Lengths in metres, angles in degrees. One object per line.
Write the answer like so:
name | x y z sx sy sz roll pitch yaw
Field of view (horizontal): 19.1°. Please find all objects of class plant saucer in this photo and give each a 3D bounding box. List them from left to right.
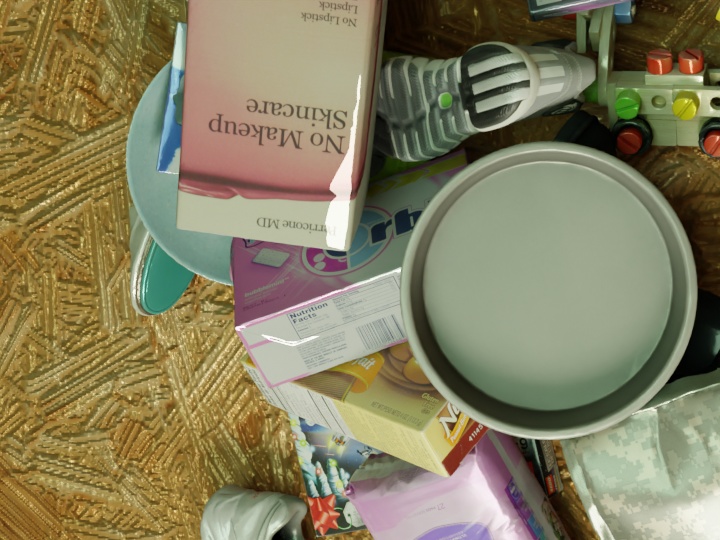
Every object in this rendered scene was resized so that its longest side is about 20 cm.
plant saucer | -0.080 -0.088 1.635 0.200 0.039 0.202 -1 102 -7

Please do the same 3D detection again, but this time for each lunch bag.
lunch bag | 0.251 0.154 1.479 0.164 0.118 0.200 -21 113 25

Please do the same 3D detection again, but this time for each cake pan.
cake pan | 0.127 0.013 1.446 0.199 0.037 0.201 0 94 4

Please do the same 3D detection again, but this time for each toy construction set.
toy construction set | 0.227 -0.149 1.488 0.199 0.092 0.132 12 127 30

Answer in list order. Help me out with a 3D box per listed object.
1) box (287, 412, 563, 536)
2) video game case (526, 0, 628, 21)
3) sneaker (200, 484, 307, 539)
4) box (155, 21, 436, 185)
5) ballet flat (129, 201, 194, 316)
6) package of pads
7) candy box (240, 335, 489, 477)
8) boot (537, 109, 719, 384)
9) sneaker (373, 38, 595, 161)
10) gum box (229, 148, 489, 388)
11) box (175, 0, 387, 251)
box | 0.044 0.121 1.636 0.199 0.040 0.137 -13 92 25
video game case | 0.202 -0.258 1.460 0.199 0.019 0.143 -11 73 8
sneaker | -0.067 0.268 1.677 0.099 0.078 0.201 -6 96 36
box | -0.045 -0.111 1.590 0.199 0.048 0.122 8 102 -10
ballet flat | -0.147 -0.064 1.692 0.069 0.069 0.201 24 102 20
package of pads | 0.089 0.209 1.574 0.120 0.076 0.200 -22 107 30
candy box | 0.020 0.067 1.560 0.200 0.115 0.055 18 147 46
boot | 0.201 -0.002 1.507 0.168 0.076 0.201 25 131 21
sneaker | 0.093 -0.122 1.505 0.200 0.115 0.075 -2 97 58
gum box | 0.000 0.000 1.549 0.199 0.114 0.066 -20 127 10
box | -0.053 -0.130 1.472 0.127 0.109 0.201 7 116 4
